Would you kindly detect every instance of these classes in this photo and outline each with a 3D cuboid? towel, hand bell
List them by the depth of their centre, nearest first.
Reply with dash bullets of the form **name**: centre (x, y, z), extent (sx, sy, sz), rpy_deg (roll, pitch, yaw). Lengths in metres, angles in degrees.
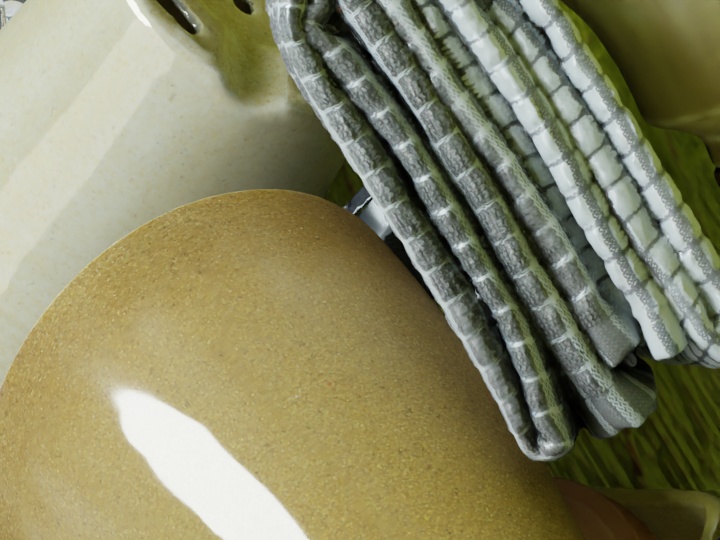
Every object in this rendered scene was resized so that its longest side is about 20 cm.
- **hand bell**: centre (0.134, -0.028, 0.829), extent (0.104, 0.104, 0.201), rpy_deg (-6, 110, 52)
- **towel**: centre (0.040, -0.037, 0.836), extent (0.201, 0.085, 0.166), rpy_deg (57, 179, -5)

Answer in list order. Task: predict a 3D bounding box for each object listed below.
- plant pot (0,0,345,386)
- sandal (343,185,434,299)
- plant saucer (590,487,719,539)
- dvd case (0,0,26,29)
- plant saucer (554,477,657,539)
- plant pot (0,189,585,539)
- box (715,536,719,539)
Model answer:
- **plant pot**: centre (-0.089, -0.052, 1.020), extent (0.184, 0.200, 0.201), rpy_deg (-50, 61, 34)
- **sandal**: centre (-0.001, 0.000, 0.996), extent (0.043, 0.076, 0.200), rpy_deg (60, 140, 20)
- **plant saucer**: centre (0.054, 0.184, 0.943), extent (0.200, 0.048, 0.201), rpy_deg (-5, 57, 53)
- **dvd case**: centre (-0.181, -0.098, 1.242), extent (0.146, 0.022, 0.201), rpy_deg (8, 106, 51)
- **plant saucer**: centre (0.036, 0.167, 0.908), extent (0.200, 0.032, 0.201), rpy_deg (-35, 37, 31)
- **plant pot**: centre (-0.005, 0.098, 0.838), extent (0.200, 0.186, 0.187), rpy_deg (40, 130, 47)
- **box**: centre (0.160, 0.134, 0.748), extent (0.086, 0.164, 0.200), rpy_deg (38, 138, -7)
